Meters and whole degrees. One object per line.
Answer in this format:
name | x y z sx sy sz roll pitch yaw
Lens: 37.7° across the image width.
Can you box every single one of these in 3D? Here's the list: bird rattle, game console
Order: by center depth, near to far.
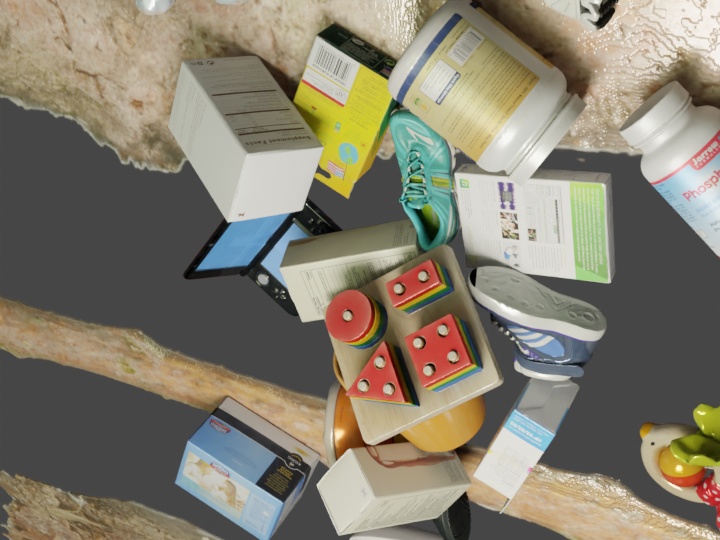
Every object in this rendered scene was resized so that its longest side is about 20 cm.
bird rattle | 0.461 0.262 1.417 0.163 0.113 0.200 6 138 42
game console | -0.133 -0.011 1.554 0.172 0.119 0.200 43 133 -1

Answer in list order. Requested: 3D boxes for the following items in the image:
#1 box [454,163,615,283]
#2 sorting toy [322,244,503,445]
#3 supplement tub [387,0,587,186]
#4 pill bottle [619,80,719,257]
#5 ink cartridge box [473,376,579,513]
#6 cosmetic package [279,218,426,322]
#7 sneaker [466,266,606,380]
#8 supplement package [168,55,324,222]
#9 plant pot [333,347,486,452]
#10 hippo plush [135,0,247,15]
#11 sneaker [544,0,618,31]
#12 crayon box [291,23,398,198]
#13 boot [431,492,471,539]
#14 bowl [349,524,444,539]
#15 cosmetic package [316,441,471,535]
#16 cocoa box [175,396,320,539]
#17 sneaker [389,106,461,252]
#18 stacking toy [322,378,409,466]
box | 0.225 -0.062 1.355 0.200 0.036 0.145 8 125 29
sorting toy | 0.051 0.089 1.346 0.199 0.070 0.200 -28 64 19
supplement tub | 0.147 -0.206 1.227 0.200 0.144 0.144 39 133 3
pill bottle | 0.385 -0.110 1.170 0.200 0.109 0.109 46 133 -4
ink cartridge box | 0.228 0.242 1.507 0.068 0.115 0.200 31 132 10
cosmetic package | 0.000 0.000 1.469 0.200 0.071 0.105 -8 125 17
sneaker | 0.214 0.086 1.411 0.200 0.081 0.147 19 134 -6
supplement package | -0.156 -0.178 1.398 0.200 0.117 0.117 56 140 31
plant pot | 0.089 0.155 1.497 0.200 0.200 0.183 -2 135 33
hippo plush | -0.199 -0.418 1.325 0.161 0.159 0.200 3 144 -6
sneaker | 0.242 -0.356 1.118 0.081 0.075 0.200 26 131 26
crayon box | -0.027 -0.208 1.397 0.127 0.051 0.200 34 132 8
boot | 0.080 0.357 1.709 0.162 0.073 0.199 -8 109 33
bowl | 0.092 0.514 1.809 0.200 0.075 0.200 3 122 31
cosmetic package | 0.051 0.312 1.539 0.103 0.200 0.087 -50 54 32
cocoa box | -0.198 0.345 1.832 0.200 0.131 0.133 31 132 10
sneaker | 0.084 -0.117 1.372 0.077 0.080 0.200 -4 118 33
stacking toy | 0.051 0.241 1.628 0.200 0.146 0.146 1 122 13
